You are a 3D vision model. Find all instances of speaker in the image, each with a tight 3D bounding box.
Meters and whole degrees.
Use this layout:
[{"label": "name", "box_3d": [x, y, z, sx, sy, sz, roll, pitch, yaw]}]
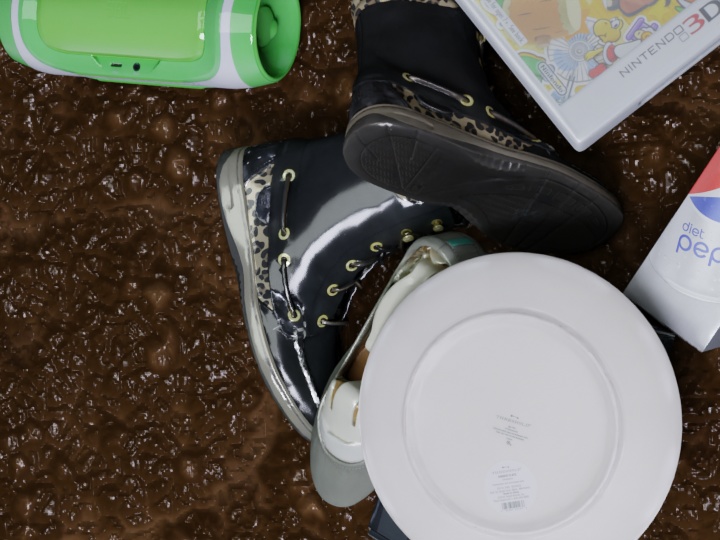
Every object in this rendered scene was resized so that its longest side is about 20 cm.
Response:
[{"label": "speaker", "box_3d": [-0.144, -0.171, 1.402, 0.199, 0.088, 0.089, 7, 94, 23]}]

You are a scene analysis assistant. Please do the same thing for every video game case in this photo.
[{"label": "video game case", "box_3d": [0.145, -0.205, 1.276, 0.182, 0.023, 0.200, -37, 76, -1]}]

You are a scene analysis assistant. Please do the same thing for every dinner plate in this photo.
[{"label": "dinner plate", "box_3d": [0.091, 0.090, 1.227, 0.199, 0.024, 0.202, 1, 94, 18]}]

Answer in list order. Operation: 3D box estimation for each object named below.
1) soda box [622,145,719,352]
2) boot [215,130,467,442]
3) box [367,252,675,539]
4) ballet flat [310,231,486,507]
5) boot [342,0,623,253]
[{"label": "soda box", "box_3d": [0.244, -0.050, 1.244, 0.063, 0.068, 0.201, 37, 106, 18]}, {"label": "boot", "box_3d": [-0.001, -0.001, 1.351, 0.153, 0.073, 0.205, -17, 87, 19]}, {"label": "box", "box_3d": [0.097, 0.105, 1.296, 0.159, 0.046, 0.201, 26, 102, 43]}, {"label": "ballet flat", "box_3d": [0.011, 0.062, 1.298, 0.067, 0.064, 0.201, 36, 106, 24]}, {"label": "boot", "box_3d": [0.074, -0.101, 1.297, 0.073, 0.199, 0.151, -49, 34, 41]}]
